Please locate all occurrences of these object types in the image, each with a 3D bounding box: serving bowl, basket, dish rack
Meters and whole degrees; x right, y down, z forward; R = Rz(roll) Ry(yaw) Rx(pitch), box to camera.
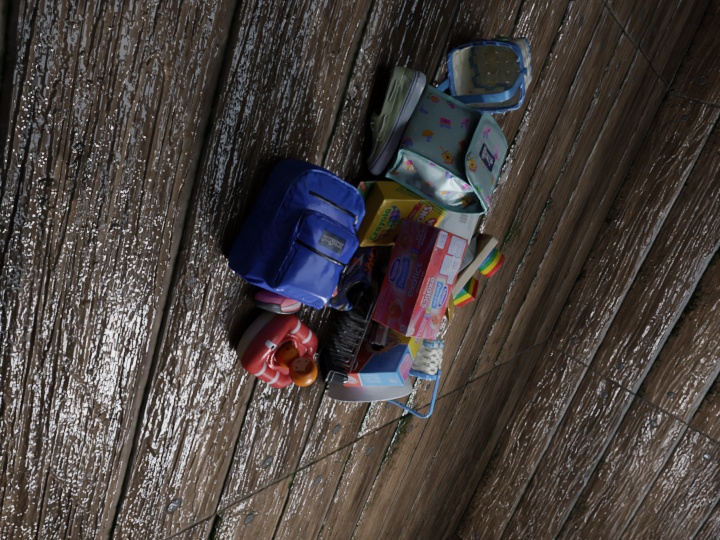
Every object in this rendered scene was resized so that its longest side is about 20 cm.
[{"bbox_3d":[0.021,0.248,1.275,0.199,0.197,0.067,-1,87,-55],"label":"serving bowl"},{"bbox_3d":[0.235,-0.369,1.068,0.201,0.174,0.141,-53,137,-36],"label":"basket"},{"bbox_3d":[0.126,0.249,1.404,0.139,0.174,0.203,20,90,-66],"label":"basket"},{"bbox_3d":[-0.024,0.123,1.134,0.153,0.054,0.203,-133,-116,-76],"label":"dish rack"}]

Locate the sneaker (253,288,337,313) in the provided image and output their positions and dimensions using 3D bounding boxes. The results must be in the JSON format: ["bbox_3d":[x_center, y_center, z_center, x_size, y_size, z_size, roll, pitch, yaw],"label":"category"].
[{"bbox_3d":[-0.116,0.016,0.987,0.199,0.073,0.088,-19,117,-52],"label":"sneaker"}]

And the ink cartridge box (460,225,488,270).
[{"bbox_3d":[0.241,-0.022,1.403,0.199,0.058,0.162,-29,171,-37],"label":"ink cartridge box"}]

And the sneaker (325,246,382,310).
[{"bbox_3d":[0.000,0.000,1.115,0.201,0.078,0.075,-55,150,-8],"label":"sneaker"}]

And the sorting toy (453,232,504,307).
[{"bbox_3d":[0.280,0.007,1.418,0.201,0.069,0.199,-52,-176,4],"label":"sorting toy"}]

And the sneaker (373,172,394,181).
[{"bbox_3d":[0.091,-0.169,1.132,0.200,0.066,0.091,36,69,-54],"label":"sneaker"}]

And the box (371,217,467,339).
[{"bbox_3d":[0.112,0.017,1.040,0.102,0.094,0.203,12,97,-46],"label":"box"}]

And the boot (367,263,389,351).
[{"bbox_3d":[0.047,0.082,1.176,0.200,0.068,0.177,65,37,-82],"label":"boot"}]

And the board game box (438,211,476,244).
[{"bbox_3d":[0.217,-0.159,1.211,0.200,0.101,0.106,-55,158,-55],"label":"board game box"}]

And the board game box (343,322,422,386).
[{"bbox_3d":[0.055,0.164,1.207,0.041,0.151,0.201,60,39,-27],"label":"board game box"}]

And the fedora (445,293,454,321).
[{"bbox_3d":[0.140,0.019,1.194,0.080,0.203,0.202,-15,141,1],"label":"fedora"}]

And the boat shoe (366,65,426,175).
[{"bbox_3d":[0.049,-0.266,0.983,0.072,0.061,0.202,-83,-164,-57],"label":"boat shoe"}]

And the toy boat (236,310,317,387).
[{"bbox_3d":[-0.130,0.158,1.004,0.131,0.130,0.200,-50,148,-8],"label":"toy boat"}]

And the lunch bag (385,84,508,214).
[{"bbox_3d":[0.167,-0.211,1.006,0.122,0.197,0.172,122,-8,-61],"label":"lunch bag"}]

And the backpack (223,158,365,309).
[{"bbox_3d":[-0.079,-0.056,0.849,0.161,0.167,0.203,25,91,-41],"label":"backpack"}]

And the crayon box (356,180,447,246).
[{"bbox_3d":[0.068,-0.107,1.057,0.197,0.051,0.128,-4,143,-30],"label":"crayon box"}]
